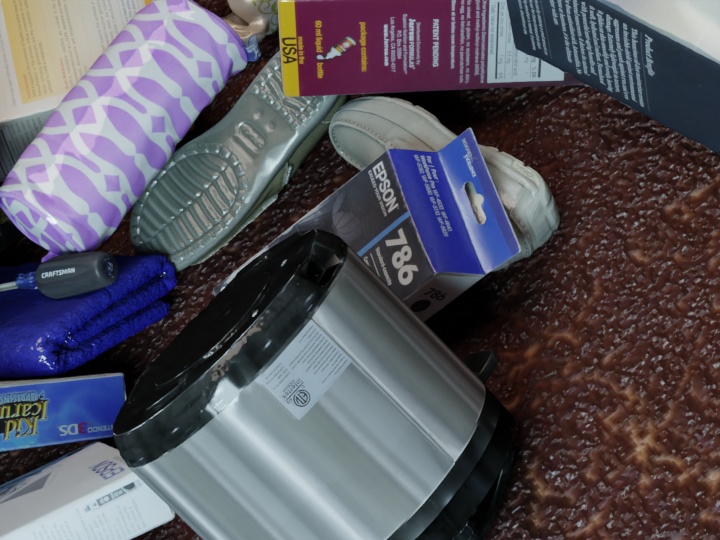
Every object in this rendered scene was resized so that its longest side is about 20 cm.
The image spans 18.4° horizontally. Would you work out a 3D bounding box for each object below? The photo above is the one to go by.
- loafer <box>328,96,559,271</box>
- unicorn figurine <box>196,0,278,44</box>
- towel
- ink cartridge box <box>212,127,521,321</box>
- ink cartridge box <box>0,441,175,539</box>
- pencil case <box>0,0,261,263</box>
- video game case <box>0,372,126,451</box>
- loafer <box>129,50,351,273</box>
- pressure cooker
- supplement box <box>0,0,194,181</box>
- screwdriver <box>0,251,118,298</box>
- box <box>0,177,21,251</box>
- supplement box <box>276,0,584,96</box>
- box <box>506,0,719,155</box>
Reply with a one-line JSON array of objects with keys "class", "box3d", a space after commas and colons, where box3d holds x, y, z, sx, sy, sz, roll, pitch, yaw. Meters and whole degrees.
[{"class": "loafer", "box3d": [0.040, -0.056, 1.409, 0.070, 0.070, 0.200, -43, 40, -17]}, {"class": "unicorn figurine", "box3d": [-0.062, -0.242, 1.663, 0.137, 0.074, 0.201, 10, 77, 42]}, {"class": "towel", "box3d": [-0.235, 0.040, 1.512, 0.200, 0.050, 0.148, -5, 23, 38]}, {"class": "ink cartridge box", "box3d": [0.000, 0.000, 1.360, 0.200, 0.039, 0.100, -38, 54, 24]}, {"class": "ink cartridge box", "box3d": [-0.222, 0.164, 1.315, 0.200, 0.041, 0.200, -27, 7, -15]}, {"class": "pencil case", "box3d": [-0.158, -0.097, 1.489, 0.084, 0.086, 0.200, 34, 74, 17]}, {"class": "video game case", "box3d": [-0.282, 0.096, 1.417, 0.181, 0.200, 0.046, -4, 89, 41]}, {"class": "loafer", "box3d": [-0.074, -0.070, 1.521, 0.200, 0.070, 0.075, -43, 67, 13]}, {"class": "pressure cooker", "box3d": [-0.016, 0.101, 1.221, 0.176, 0.200, 0.179, -41, 12, 22]}, {"class": "supplement box", "box3d": [-0.232, -0.143, 1.600, 0.199, 0.074, 0.126, -15, 58, -3]}, {"class": "screwdriver", "box3d": [-0.240, 0.008, 1.484, 0.199, 0.029, 0.028, -4, 22, 35]}, {"class": "box", "box3d": [-0.343, -0.022, 1.641, 0.199, 0.046, 0.159, -9, 24, 31]}, {"class": "supplement box", "box3d": [0.046, -0.183, 1.446, 0.199, 0.086, 0.111, -3, 46, 0]}, {"class": "box", "box3d": [0.220, -0.189, 1.303, 0.198, 0.123, 0.200, 31, 74, 21]}]
